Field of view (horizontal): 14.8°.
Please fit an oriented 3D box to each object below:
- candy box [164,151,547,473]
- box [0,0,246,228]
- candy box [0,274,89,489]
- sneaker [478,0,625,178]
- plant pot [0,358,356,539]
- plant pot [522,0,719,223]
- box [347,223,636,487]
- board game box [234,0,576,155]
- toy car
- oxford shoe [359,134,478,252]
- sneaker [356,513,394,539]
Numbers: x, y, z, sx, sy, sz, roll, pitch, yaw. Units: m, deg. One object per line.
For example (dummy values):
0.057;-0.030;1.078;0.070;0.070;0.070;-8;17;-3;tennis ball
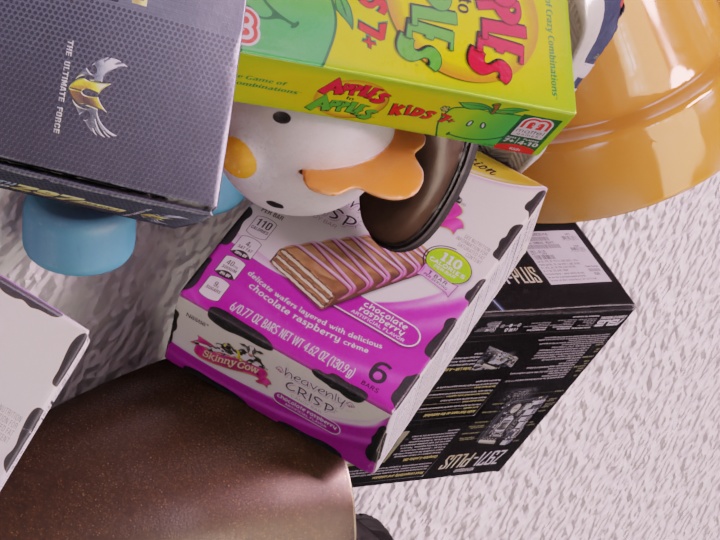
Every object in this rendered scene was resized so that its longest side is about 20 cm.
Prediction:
0.000;0.000;1.545;0.200;0.136;0.061;-54;168;-40;candy box
-0.130;-0.132;1.247;0.157;0.051;0.201;14;78;-26;box
-0.245;0.071;1.287;0.200;0.167;0.072;-60;-177;-6;candy box
0.103;-0.124;1.570;0.085;0.075;0.200;-47;176;-35;sneaker
-0.137;0.143;1.525;0.199;0.187;0.188;-8;120;-37;plant pot
0.128;-0.158;1.677;0.200;0.200;0.184;-40;126;-33;plant pot
0.043;0.048;1.705;0.200;0.086;0.164;-3;139;-46;box
0.006;-0.127;1.381;0.199;0.102;0.048;9;151;-21;board game box
-0.062;-0.078;1.424;0.177;0.200;0.185;-29;135;-43;toy car
0.022;-0.109;1.481;0.084;0.072;0.201;0;101;-52;oxford shoe
-0.005;0.188;1.670;0.076;0.091;0.200;-53;151;0;sneaker
